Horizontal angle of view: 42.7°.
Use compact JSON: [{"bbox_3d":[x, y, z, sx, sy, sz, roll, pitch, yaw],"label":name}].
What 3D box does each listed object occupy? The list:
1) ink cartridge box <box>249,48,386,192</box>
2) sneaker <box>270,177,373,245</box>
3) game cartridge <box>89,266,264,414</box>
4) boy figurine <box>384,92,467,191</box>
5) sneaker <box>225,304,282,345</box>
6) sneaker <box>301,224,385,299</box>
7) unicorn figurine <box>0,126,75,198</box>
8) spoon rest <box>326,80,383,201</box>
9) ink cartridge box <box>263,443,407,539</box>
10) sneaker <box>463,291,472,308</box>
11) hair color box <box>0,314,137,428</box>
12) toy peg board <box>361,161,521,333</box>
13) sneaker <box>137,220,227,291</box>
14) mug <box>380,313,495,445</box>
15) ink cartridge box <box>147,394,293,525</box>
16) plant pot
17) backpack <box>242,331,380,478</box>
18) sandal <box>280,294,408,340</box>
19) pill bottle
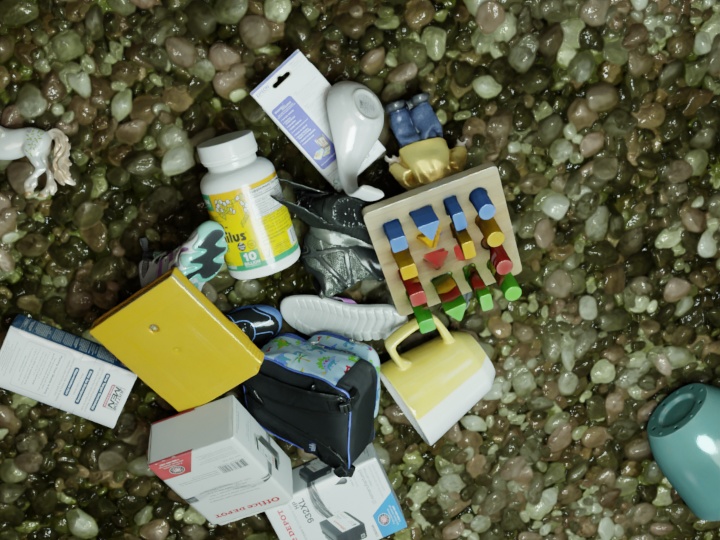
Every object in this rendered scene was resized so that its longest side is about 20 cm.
[{"bbox_3d":[-0.063,-0.222,1.366,0.099,0.039,0.200,-41,109,4],"label":"ink cartridge box"},{"bbox_3d":[-0.029,-0.082,1.345,0.200,0.104,0.060,22,84,-47],"label":"sneaker"},{"bbox_3d":[-0.262,0.107,1.337,0.176,0.032,0.200,-31,117,24],"label":"game cartridge"},{"bbox_3d":[0.103,-0.160,1.363,0.124,0.064,0.200,-20,89,-4],"label":"boy figurine"},{"bbox_3d":[-0.217,0.106,1.418,0.200,0.078,0.070,-14,108,-4],"label":"sneaker"},{"bbox_3d":[0.000,0.000,1.423,0.199,0.076,0.114,18,105,-10],"label":"sneaker"},{"bbox_3d":[-0.510,-0.172,1.304,0.200,0.074,0.138,-1,97,-23],"label":"unicorn figurine"},{"bbox_3d":[-0.006,-0.185,1.320,0.099,0.200,0.061,16,148,-34],"label":"spoon rest"},{"bbox_3d":[-0.045,0.388,1.524,0.200,0.084,0.145,-24,109,-1],"label":"ink cartridge box"},{"bbox_3d":[0.125,-0.032,1.437,0.079,0.075,0.200,-12,98,-2],"label":"sneaker"},{"bbox_3d":[-0.449,0.154,1.407,0.200,0.061,0.100,24,102,-14],"label":"hair color box"},{"bbox_3d":[0.131,-0.020,1.312,0.200,0.098,0.199,-21,127,0],"label":"toy peg board"},{"bbox_3d":[-0.279,-0.016,1.355,0.078,0.140,0.200,-5,131,-50],"label":"sneaker"},{"bbox_3d":[0.126,0.166,1.446,0.153,0.187,0.149,-33,65,-6],"label":"mug"},{"bbox_3d":[-0.212,0.297,1.422,0.147,0.083,0.200,-20,134,12],"label":"ink cartridge box"},{"bbox_3d":[0.579,0.285,1.536,0.201,0.201,0.161,-44,96,6],"label":"plant pot"},{"bbox_3d":[-0.071,0.185,1.414,0.200,0.147,0.183,18,127,24],"label":"backpack"},{"bbox_3d":[-0.025,0.071,1.452,0.202,0.050,0.083,8,126,4],"label":"sandal"},{"bbox_3d":[-0.168,-0.098,1.348,0.113,0.113,0.200,-17,109,-3],"label":"pill bottle"}]
